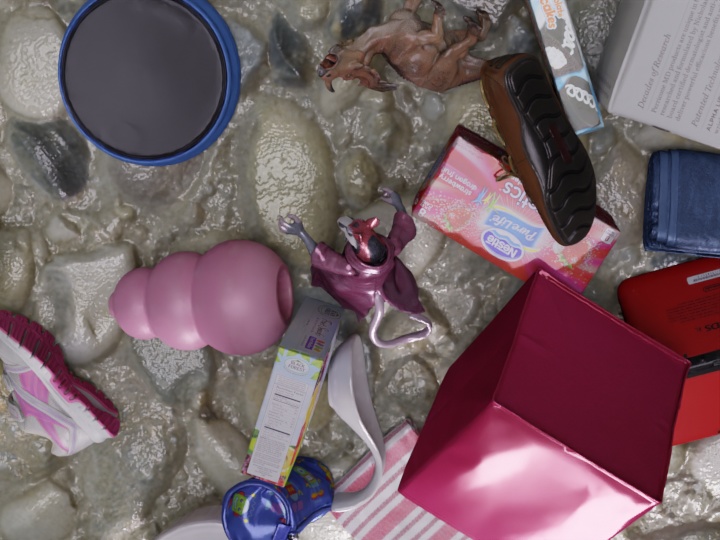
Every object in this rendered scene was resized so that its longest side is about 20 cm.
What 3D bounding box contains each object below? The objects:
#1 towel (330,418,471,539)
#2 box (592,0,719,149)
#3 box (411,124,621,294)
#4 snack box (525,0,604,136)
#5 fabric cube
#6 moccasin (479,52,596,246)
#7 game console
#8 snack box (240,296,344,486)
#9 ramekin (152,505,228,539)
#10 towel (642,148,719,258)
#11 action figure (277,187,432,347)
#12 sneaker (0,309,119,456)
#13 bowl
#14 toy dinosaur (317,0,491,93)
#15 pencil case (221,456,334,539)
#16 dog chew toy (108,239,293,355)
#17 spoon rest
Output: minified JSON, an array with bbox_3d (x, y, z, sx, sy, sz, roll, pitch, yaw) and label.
[{"bbox_3d":[0.070,0.284,1.539,0.146,0.030,0.200,-43,94,12],"label":"towel"},{"bbox_3d":[0.322,-0.238,1.307,0.130,0.199,0.201,18,104,0],"label":"box"},{"bbox_3d":[0.162,-0.058,1.415,0.199,0.096,0.100,31,104,-3],"label":"box"},{"bbox_3d":[0.196,-0.241,1.359,0.037,0.116,0.201,-18,101,8],"label":"snack box"},{"bbox_3d":[0.188,0.159,1.373,0.196,0.200,0.200,31,136,-4],"label":"fabric cube"},{"bbox_3d":[0.171,-0.116,1.322,0.074,0.078,0.202,-39,110,-18],"label":"moccasin"},{"bbox_3d":[0.397,0.079,1.469,0.199,0.119,0.173,-16,71,7],"label":"game console"},{"bbox_3d":[-0.068,0.123,1.421,0.053,0.200,0.143,19,104,1],"label":"snack box"},{"bbox_3d":[-0.160,0.363,1.539,0.201,0.094,0.204,1,103,4],"label":"ramekin"},{"bbox_3d":[0.399,-0.066,1.410,0.199,0.049,0.112,6,79,4],"label":"towel"},{"bbox_3d":[0.000,0.000,1.387,0.133,0.200,0.150,-19,77,-6],"label":"action figure"},{"bbox_3d":[-0.366,0.133,1.507,0.088,0.081,0.200,-39,97,10],"label":"sneaker"},{"bbox_3d":[-0.228,-0.209,1.438,0.199,0.039,0.202,1,103,4],"label":"bowl"},{"bbox_3d":[0.060,-0.221,1.396,0.199,0.086,0.136,22,115,-18],"label":"toy dinosaur"},{"bbox_3d":[-0.084,0.252,1.451,0.087,0.200,0.078,33,98,11],"label":"pencil case"},{"bbox_3d":[-0.176,0.033,1.454,0.199,0.125,0.125,-4,103,13],"label":"dog chew toy"},{"bbox_3d":[-0.003,0.167,1.481,0.060,0.099,0.201,2,107,7],"label":"spoon rest"}]
